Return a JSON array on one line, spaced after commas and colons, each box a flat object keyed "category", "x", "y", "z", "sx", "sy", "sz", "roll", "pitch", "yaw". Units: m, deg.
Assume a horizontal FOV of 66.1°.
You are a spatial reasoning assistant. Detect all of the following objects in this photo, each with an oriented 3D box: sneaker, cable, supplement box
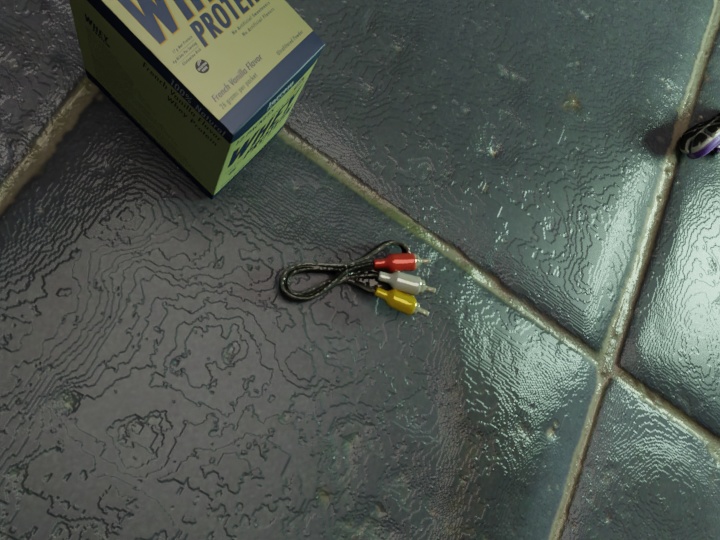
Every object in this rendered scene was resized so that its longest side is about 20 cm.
[{"category": "sneaker", "x": 0.640, "y": -0.231, "z": 0.963, "sx": 0.196, "sy": 0.080, "sz": 0.085, "roll": -24, "pitch": 96, "yaw": -24}, {"category": "cable", "x": 0.000, "y": 0.000, "z": 0.682, "sx": 0.195, "sy": 0.050, "sz": 0.100, "roll": 8, "pitch": 77, "yaw": -22}, {"category": "supplement box", "x": -0.171, "y": -0.216, "z": 0.571, "sx": 0.200, "sy": 0.199, "sz": 0.135, "roll": 44, "pitch": 69, "yaw": -9}]
